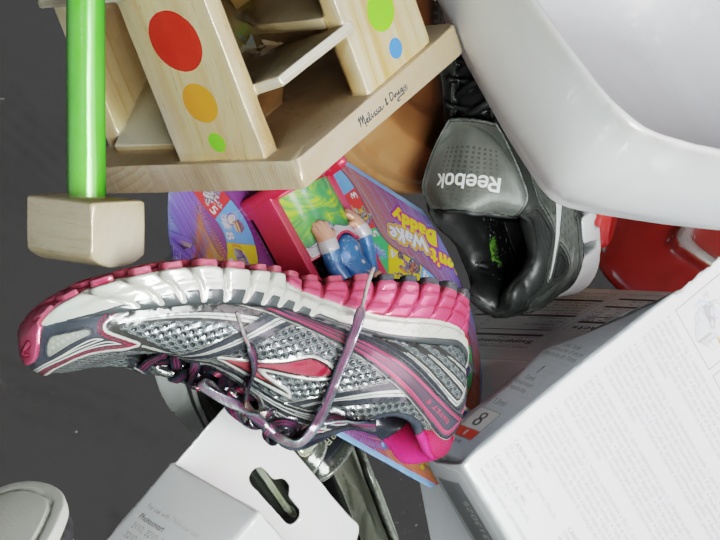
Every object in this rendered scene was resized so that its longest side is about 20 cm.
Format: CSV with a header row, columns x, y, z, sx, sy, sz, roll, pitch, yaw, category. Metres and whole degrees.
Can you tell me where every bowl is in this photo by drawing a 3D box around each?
x,y,z,sx,sy,sz,roll,pitch,yaw,category
0.125,-0.092,1.044,0.199,0.075,0.200,4,44,-38,bowl

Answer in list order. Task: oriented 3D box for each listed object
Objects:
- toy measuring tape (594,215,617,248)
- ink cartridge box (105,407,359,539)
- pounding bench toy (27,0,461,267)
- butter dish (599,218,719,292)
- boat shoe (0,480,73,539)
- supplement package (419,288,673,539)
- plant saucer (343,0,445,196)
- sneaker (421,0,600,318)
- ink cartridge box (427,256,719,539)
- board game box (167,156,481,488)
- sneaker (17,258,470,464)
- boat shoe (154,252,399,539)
x,y,z,sx,sy,sz,roll,pitch,yaw,category
0.102,-0.062,1.193,0.074,0.073,0.200,-53,157,-35,toy measuring tape
-0.068,0.166,0.980,0.200,0.068,0.115,-50,129,-15,ink cartridge box
-0.080,-0.112,0.958,0.200,0.124,0.156,-43,123,-41,pounding bench toy
0.230,0.012,1.337,0.200,0.148,0.200,34,55,2,butter dish
-0.170,0.170,0.895,0.200,0.074,0.060,-56,130,-30,boat shoe
0.125,0.121,1.188,0.111,0.155,0.201,-26,111,-47,supplement package
0.030,-0.137,1.161,0.200,0.037,0.201,-1,91,-51,plant saucer
0.066,-0.066,1.122,0.090,0.066,0.201,-38,122,-52,sneaker
0.146,0.090,1.078,0.200,0.050,0.162,-38,107,-21,ink cartridge box
0.000,0.000,1.063,0.200,0.039,0.158,32,43,-34,board game box
-0.042,0.037,0.953,0.199,0.081,0.075,5,80,-24,sneaker
-0.031,0.072,1.069,0.071,0.064,0.200,-50,127,-37,boat shoe
